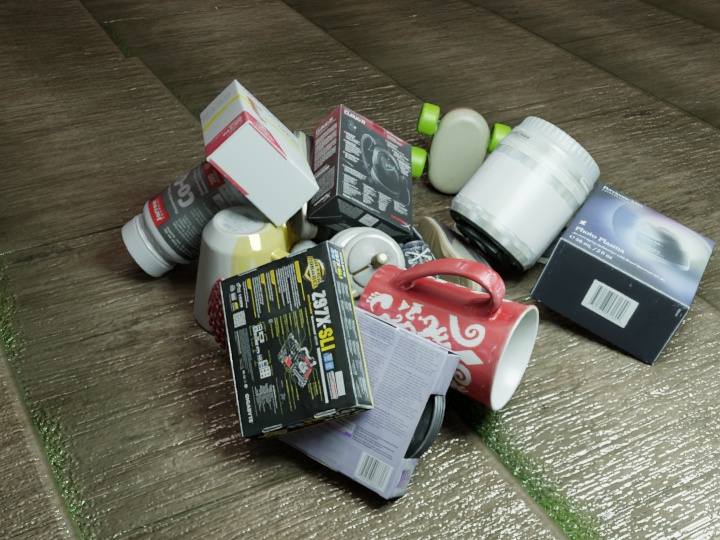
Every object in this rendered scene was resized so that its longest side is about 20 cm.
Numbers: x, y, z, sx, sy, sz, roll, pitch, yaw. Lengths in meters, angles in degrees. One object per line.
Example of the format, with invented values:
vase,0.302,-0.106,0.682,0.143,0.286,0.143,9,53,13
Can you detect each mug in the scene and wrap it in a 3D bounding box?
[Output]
mug,-0.150,-0.006,1.308,0.185,0.154,0.150,2,33,-2
mug,0.108,0.054,1.127,0.199,0.178,0.133,21,20,26

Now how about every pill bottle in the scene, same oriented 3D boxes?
pill bottle,-0.255,-0.083,1.377,0.200,0.114,0.114,-33,34,11

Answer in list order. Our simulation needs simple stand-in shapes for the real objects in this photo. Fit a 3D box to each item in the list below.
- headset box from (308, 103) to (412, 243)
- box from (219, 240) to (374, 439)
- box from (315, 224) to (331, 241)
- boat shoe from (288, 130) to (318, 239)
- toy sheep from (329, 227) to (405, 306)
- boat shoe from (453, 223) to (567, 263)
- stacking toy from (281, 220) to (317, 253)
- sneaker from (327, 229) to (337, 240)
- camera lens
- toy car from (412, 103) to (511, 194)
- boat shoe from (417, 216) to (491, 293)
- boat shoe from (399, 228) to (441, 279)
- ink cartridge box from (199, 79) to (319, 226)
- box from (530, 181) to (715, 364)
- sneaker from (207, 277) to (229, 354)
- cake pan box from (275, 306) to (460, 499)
headset box,0.003,-0.148,1.404,0.148,0.077,0.201,25,49,-32
box,-0.079,0.085,1.076,0.159,0.049,0.201,-19,71,22
box,-0.019,-0.133,1.560,0.077,0.095,0.200,21,39,23
boat shoe,-0.073,-0.136,1.421,0.073,0.075,0.201,6,56,-17
toy sheep,0.000,0.000,1.318,0.137,0.139,0.200,-10,0,-19
boat shoe,0.252,-0.067,1.506,0.199,0.062,0.073,18,36,21
stacking toy,-0.136,-0.071,1.456,0.146,0.146,0.200,-24,59,-34
sneaker,0.015,-0.073,1.492,0.076,0.081,0.200,27,61,19
camera lens,0.248,-0.113,1.396,0.200,0.160,0.160,-50,49,-1
toy car,0.176,-0.241,1.699,0.163,0.158,0.200,15,22,-3
boat shoe,0.150,-0.020,1.429,0.064,0.072,0.200,0,30,-25
boat shoe,0.084,-0.013,1.409,0.071,0.068,0.200,-6,35,-12
ink cartridge box,-0.150,-0.174,1.307,0.083,0.145,0.200,-42,29,10
box,0.387,-0.004,1.334,0.199,0.124,0.198,30,40,13
sneaker,-0.135,0.092,1.215,0.074,0.081,0.200,-22,66,-42
cake pan box,0.002,0.145,1.077,0.199,0.185,0.052,22,3,28
